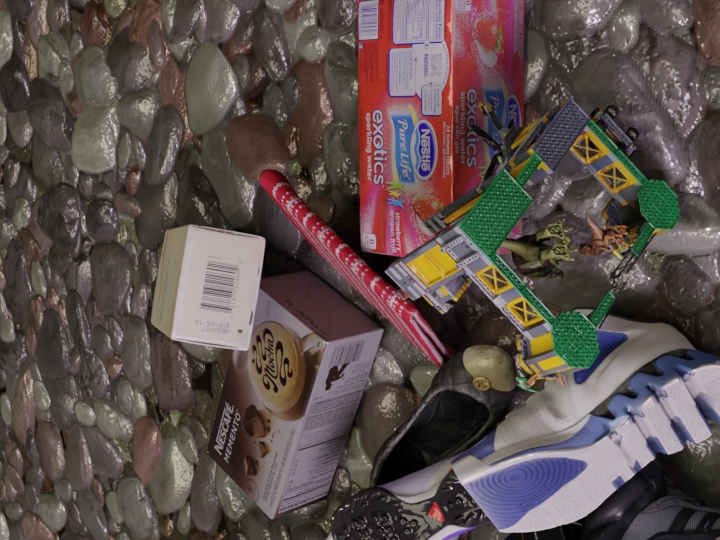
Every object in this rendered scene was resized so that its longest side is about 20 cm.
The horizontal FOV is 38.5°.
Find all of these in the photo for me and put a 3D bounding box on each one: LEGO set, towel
[{"bbox_3d":[0.113,-0.016,0.711,0.153,0.201,0.116,38,151,-12],"label":"LEGO set"},{"bbox_3d":[0.000,0.000,0.875,0.022,0.145,0.200,-45,59,-3],"label":"towel"}]

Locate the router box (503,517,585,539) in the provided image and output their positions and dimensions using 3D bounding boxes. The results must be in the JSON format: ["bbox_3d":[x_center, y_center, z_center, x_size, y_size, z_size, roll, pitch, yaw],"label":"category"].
[{"bbox_3d":[0.145,0.295,0.770,0.150,0.051,0.201,-54,33,38],"label":"router box"}]

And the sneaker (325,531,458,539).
[{"bbox_3d":[0.008,0.252,0.945,0.200,0.073,0.071,-39,47,31],"label":"sneaker"}]

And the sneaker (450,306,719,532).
[{"bbox_3d":[0.157,0.095,0.734,0.198,0.081,0.115,-29,32,6],"label":"sneaker"}]

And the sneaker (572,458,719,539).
[{"bbox_3d":[0.232,0.170,0.701,0.198,0.076,0.115,-22,42,17],"label":"sneaker"}]

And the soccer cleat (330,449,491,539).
[{"bbox_3d":[0.063,0.191,0.851,0.199,0.073,0.069,-30,81,30],"label":"soccer cleat"}]

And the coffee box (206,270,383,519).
[{"bbox_3d":[-0.066,0.118,0.985,0.113,0.079,0.202,36,120,35],"label":"coffee box"}]

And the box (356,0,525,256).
[{"bbox_3d":[0.063,-0.112,0.806,0.099,0.095,0.202,8,103,44],"label":"box"}]

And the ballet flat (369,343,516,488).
[{"bbox_3d":[0.070,0.134,0.861,0.066,0.057,0.201,34,129,1],"label":"ballet flat"}]

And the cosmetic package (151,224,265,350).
[{"bbox_3d":[-0.149,0.013,0.979,0.200,0.072,0.105,180,99,-73],"label":"cosmetic package"}]
